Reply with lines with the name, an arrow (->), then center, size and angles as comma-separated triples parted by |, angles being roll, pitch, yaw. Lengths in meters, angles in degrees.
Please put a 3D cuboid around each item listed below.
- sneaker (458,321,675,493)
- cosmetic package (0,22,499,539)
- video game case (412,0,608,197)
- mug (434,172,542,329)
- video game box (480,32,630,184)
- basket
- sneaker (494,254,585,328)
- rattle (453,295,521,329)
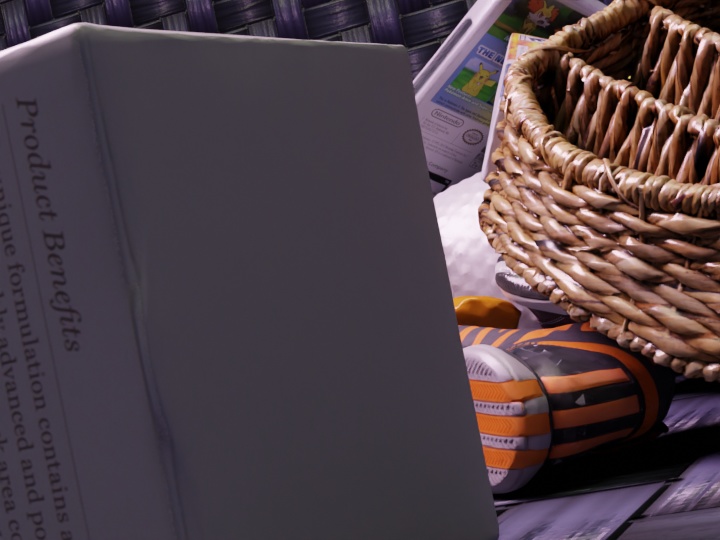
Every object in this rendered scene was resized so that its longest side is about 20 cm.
sneaker -> 0.065, 0.055, 0.708 | 0.111, 0.078, 0.200 | -7, 8, -26
cosmetic package -> -0.091, 0.032, 0.491 | 0.199, 0.169, 0.166 | -11, -1, 30
video game case -> 0.115, -0.096, 1.050 | 0.199, 0.022, 0.183 | 19, -57, -37
mug -> 0.119, 0.015, 1.023 | 0.174, 0.149, 0.200 | -12, -32, 7
video game box -> 0.161, -0.074, 0.871 | 0.180, 0.047, 0.200 | 14, 20, 2
basket -> 0.144, -0.053, 0.659 | 0.142, 0.150, 0.200 | 4, 20, -29
sneaker -> 0.176, 0.030, 0.859 | 0.199, 0.076, 0.116 | 19, -21, 38
rattle -> 0.000, 0.000, 0.953 | 0.143, 0.130, 0.200 | -48, 19, 20
